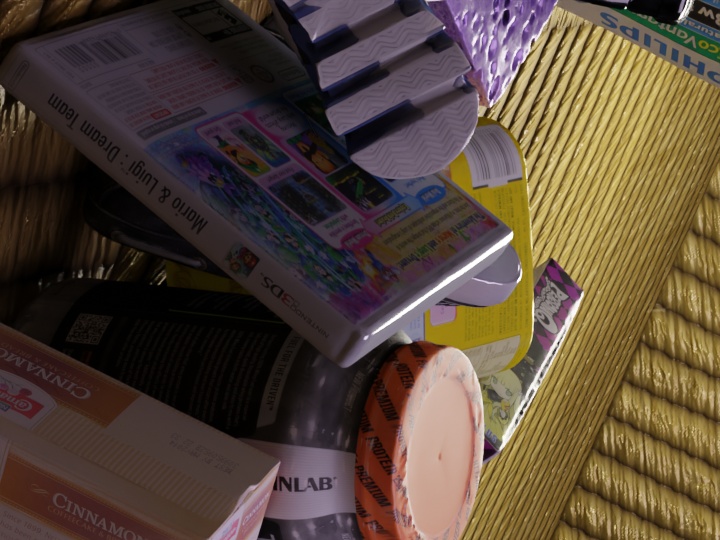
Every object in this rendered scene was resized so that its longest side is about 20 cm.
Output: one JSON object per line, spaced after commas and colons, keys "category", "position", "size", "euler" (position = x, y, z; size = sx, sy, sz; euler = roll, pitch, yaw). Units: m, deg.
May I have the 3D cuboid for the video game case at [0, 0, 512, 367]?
{"category": "video game case", "position": [-0.037, -0.046, 1.112], "size": [0.024, 0.182, 0.200], "euler": [-53, 172, 22]}

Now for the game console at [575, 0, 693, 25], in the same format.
{"category": "game console", "position": [0.110, -0.220, 1.192], "size": [0.176, 0.116, 0.201], "euler": [-25, 127, -81]}

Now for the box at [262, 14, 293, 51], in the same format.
{"category": "box", "position": [0.000, -0.130, 1.422], "size": [0.200, 0.035, 0.110], "euler": [-51, 161, -45]}

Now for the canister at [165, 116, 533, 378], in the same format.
{"category": "canister", "position": [0.000, 0.000, 1.344], "size": [0.200, 0.086, 0.149], "euler": [-12, 102, -50]}

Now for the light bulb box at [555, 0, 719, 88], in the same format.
{"category": "light bulb box", "position": [0.165, -0.233, 1.517], "size": [0.125, 0.198, 0.200], "euler": [-57, 164, -21]}

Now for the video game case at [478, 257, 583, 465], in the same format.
{"category": "video game case", "position": [0.026, 0.094, 1.519], "size": [0.200, 0.036, 0.181], "euler": [-37, -170, 34]}

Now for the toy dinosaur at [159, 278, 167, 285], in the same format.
{"category": "toy dinosaur", "position": [-0.093, 0.032, 1.353], "size": [0.200, 0.047, 0.088], "euler": [-38, 150, -50]}

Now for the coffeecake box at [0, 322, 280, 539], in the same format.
{"category": "coffeecake box", "position": [-0.138, 0.141, 1.127], "size": [0.073, 0.153, 0.200], "euler": [-45, 157, -56]}

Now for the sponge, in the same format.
{"category": "sponge", "position": [0.056, -0.190, 1.392], "size": [0.112, 0.030, 0.200], "euler": [-59, 145, -25]}

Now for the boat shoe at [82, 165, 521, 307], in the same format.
{"category": "boat shoe", "position": [-0.028, -0.013, 1.205], "size": [0.072, 0.200, 0.068], "euler": [-96, -153, -55]}

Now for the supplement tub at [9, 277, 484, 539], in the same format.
{"category": "supplement tub", "position": [-0.054, 0.071, 1.173], "size": [0.122, 0.200, 0.123], "euler": [-21, 113, -61]}

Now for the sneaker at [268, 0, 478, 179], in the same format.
{"category": "sneaker", "position": [-0.019, -0.140, 1.148], "size": [0.115, 0.080, 0.200], "euler": [-128, -165, -72]}
